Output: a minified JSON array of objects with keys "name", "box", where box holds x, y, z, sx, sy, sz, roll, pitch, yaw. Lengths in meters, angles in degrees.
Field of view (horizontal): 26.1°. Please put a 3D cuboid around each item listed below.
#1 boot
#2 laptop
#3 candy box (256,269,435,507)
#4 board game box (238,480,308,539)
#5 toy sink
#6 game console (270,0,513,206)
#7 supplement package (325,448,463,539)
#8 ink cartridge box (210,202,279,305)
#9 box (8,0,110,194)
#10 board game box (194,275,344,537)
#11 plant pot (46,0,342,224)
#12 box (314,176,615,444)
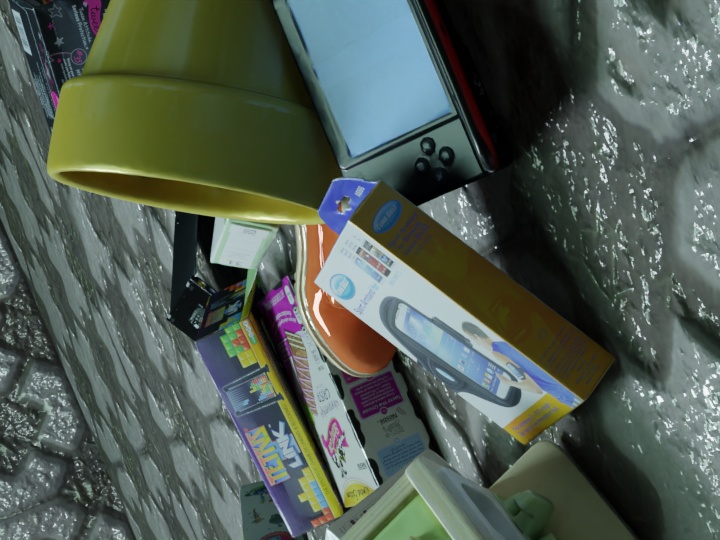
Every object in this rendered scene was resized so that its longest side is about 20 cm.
[{"name":"boot","box":[0.000,0.000,1.165,0.107,0.075,0.201,27,135,56]},{"name":"laptop","box":[-0.138,0.006,1.636,0.200,0.116,0.187,38,160,-2]},{"name":"candy box","box":[-0.013,0.096,1.316,0.200,0.061,0.136,65,162,5]},{"name":"board game box","box":[-0.071,0.317,1.514,0.200,0.064,0.148,-108,6,-63]},{"name":"toy sink","box":[0.064,0.201,0.971,0.112,0.200,0.130,34,-165,-51]},{"name":"game console","box":[0.002,-0.134,0.913,0.172,0.119,0.200,-22,90,38]},{"name":"supplement package","box":[0.058,0.265,1.159,0.156,0.111,0.200,38,145,26]},{"name":"ink cartridge box","box":[-0.094,-0.069,1.279,0.200,0.048,0.146,127,150,-67]},{"name":"box","box":[-0.270,-0.200,1.604,0.132,0.114,0.201,33,140,61]},{"name":"board game box","box":[-0.080,0.120,1.419,0.165,0.057,0.200,-89,-26,-77]},{"name":"plant pot","box":[-0.102,-0.140,1.069,0.201,0.200,0.189,178,101,-70]},{"name":"box","box":[0.050,0.023,0.965,0.200,0.042,0.119,36,158,2]}]
